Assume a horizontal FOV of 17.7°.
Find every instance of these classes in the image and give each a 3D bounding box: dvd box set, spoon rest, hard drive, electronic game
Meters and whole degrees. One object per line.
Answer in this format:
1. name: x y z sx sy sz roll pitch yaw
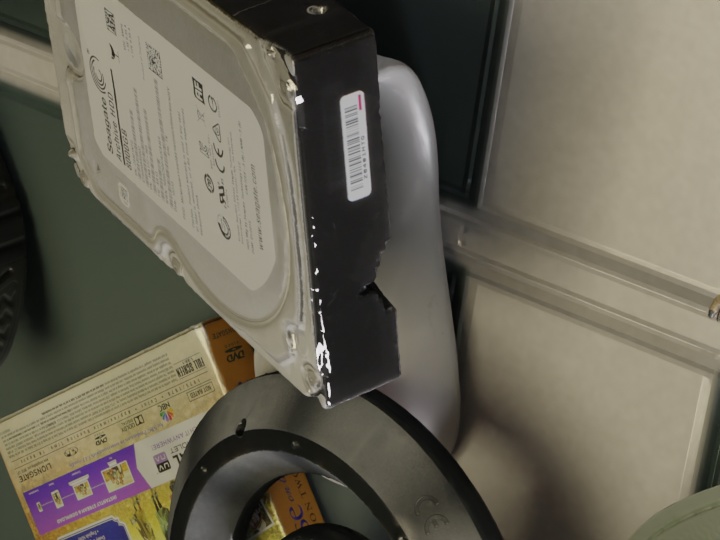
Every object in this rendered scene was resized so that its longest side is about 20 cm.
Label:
1. dvd box set: -0.069 0.133 0.983 0.146 0.029 0.201 -26 86 39
2. spoon rest: 0.000 0.000 0.883 0.099 0.061 0.201 26 131 32
3. hard drive: -0.056 -0.057 0.826 0.200 0.038 0.140 42 145 47
4. electronic game: -0.008 0.136 0.885 0.199 0.041 0.201 17 113 44

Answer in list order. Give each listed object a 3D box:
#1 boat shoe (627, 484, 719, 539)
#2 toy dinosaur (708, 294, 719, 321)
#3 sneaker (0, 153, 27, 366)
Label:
1. boat shoe: 0.116 0.134 0.819 0.200 0.060 0.076 -45 61 40
2. toy dinosaur: 0.164 0.030 0.704 0.101 0.058 0.200 -59 43 16
3. sneaker: -0.217 -0.036 1.024 0.114 0.076 0.200 -23 85 42
